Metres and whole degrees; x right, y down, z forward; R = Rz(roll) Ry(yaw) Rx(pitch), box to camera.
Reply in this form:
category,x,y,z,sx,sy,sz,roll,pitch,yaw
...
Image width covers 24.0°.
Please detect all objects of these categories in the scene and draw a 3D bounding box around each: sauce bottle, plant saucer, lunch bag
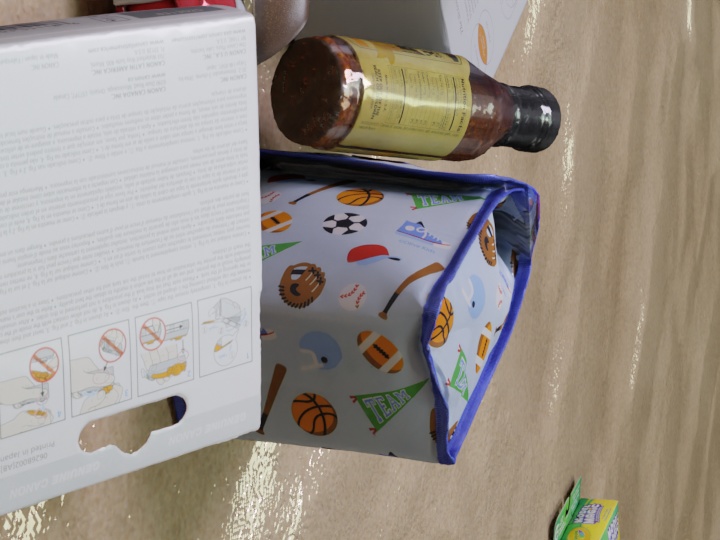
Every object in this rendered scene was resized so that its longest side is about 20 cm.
category,x,y,z,sx,sy,sz,roll,pitch,yaw
sauce bottle,0.038,-0.095,0.985,0.199,0.066,0.067,2,89,-46
plant saucer,-0.043,-0.212,0.905,0.200,0.032,0.203,179,-90,-87
lunch bag,0.000,0.000,0.952,0.200,0.168,0.125,-54,145,-53

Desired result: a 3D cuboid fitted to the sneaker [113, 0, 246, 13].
category,x,y,z,sx,sy,sz,roll,pitch,yaw
sneaker,-0.100,-0.171,0.814,0.113,0.070,0.203,47,41,-66

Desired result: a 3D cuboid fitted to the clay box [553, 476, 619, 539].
category,x,y,z,sx,sy,sz,roll,pitch,yaw
clay box,0.235,0.324,1.729,0.115,0.047,0.203,-45,133,-61

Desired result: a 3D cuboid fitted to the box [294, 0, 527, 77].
category,x,y,z,sx,sy,sz,roll,pitch,yaw
box,0.034,-0.205,1.102,0.201,0.105,0.154,-63,148,-47

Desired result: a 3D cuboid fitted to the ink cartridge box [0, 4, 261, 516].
category,x,y,z,sx,sy,sz,roll,pitch,yaw
ink cartridge box,-0.115,-0.011,0.755,0.161,0.050,0.203,-15,113,-43
